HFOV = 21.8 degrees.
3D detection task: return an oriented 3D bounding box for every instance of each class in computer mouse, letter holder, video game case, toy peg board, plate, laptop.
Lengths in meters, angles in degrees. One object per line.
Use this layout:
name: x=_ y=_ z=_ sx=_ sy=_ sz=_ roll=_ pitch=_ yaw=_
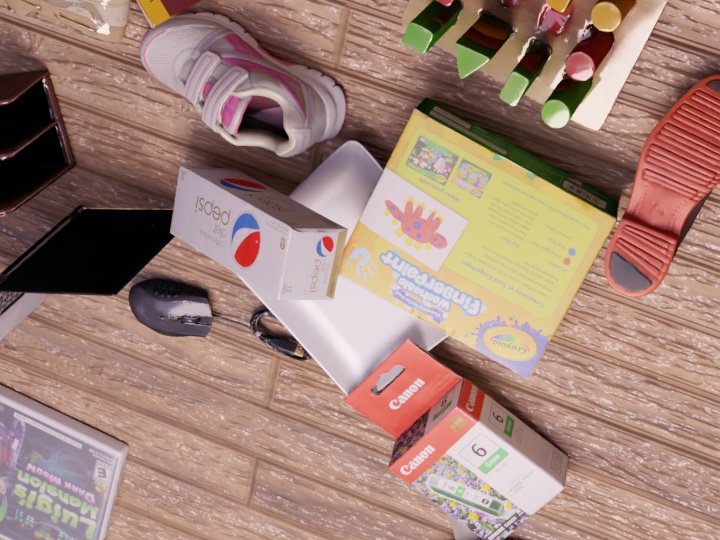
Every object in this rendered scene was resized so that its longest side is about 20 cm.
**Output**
computer mouse: x=-0.140 y=0.054 z=1.829 sx=0.198 sy=0.034 sz=0.059 roll=14 pitch=119 yaw=15
letter holder: x=-0.402 y=-0.112 z=1.788 sx=0.198 sy=0.142 sz=0.101 roll=-4 pitch=114 yaw=24
video game case: x=-0.356 y=0.222 z=2.008 sx=0.199 sy=0.023 sz=0.183 roll=24 pitch=122 yaw=10
toy peg board: x=0.144 y=-0.229 z=1.535 sx=0.199 sy=0.098 sz=0.200 roll=29 pitch=122 yaw=6
plate: x=0.000 y=0.000 z=1.746 sx=0.200 sy=0.032 sz=0.199 roll=47 pitch=123 yaw=-5
laptop: x=-0.273 y=0.025 z=1.777 sx=0.115 sy=0.187 sz=0.201 roll=32 pitch=122 yaw=4

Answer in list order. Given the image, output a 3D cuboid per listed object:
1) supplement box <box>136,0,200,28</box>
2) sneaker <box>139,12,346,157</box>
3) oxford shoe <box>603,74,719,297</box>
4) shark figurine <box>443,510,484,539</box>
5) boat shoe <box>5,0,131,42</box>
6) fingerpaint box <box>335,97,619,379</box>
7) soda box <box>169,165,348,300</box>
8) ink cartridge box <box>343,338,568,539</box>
supplement box: x=-0.123 y=-0.347 z=1.563 sx=0.199 sy=0.133 sz=0.198 roll=-22 pitch=106 yaw=29
sneaker: x=-0.114 y=-0.166 z=1.676 sx=0.199 sy=0.088 sz=0.082 roll=24 pitch=122 yaw=10
oxford shoe: x=0.266 y=-0.075 z=1.585 sx=0.071 sy=0.073 sz=0.201 roll=30 pitch=104 yaw=9
shark figurine: x=0.076 y=0.322 z=1.846 sx=0.128 sy=0.090 sz=0.214 roll=46 pitch=121 yaw=-3
boat shoe: x=-0.306 y=-0.263 z=1.716 sx=0.198 sy=0.071 sz=0.065 roll=21 pitch=120 yaw=10
fingerpaint box: x=0.102 y=-0.029 z=1.640 sx=0.199 sy=0.073 sz=0.168 roll=28 pitch=107 yaw=3
soda box: x=-0.094 y=-0.036 z=1.680 sx=0.200 sy=0.063 sz=0.069 roll=30 pitch=113 yaw=51
ink cartridge box: x=0.087 y=0.164 z=1.763 sx=0.199 sy=0.051 sz=0.109 roll=37 pitch=123 yaw=-12
